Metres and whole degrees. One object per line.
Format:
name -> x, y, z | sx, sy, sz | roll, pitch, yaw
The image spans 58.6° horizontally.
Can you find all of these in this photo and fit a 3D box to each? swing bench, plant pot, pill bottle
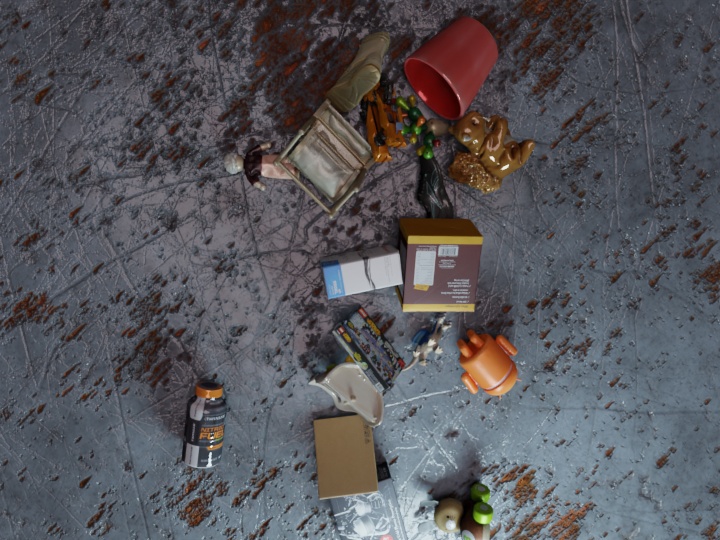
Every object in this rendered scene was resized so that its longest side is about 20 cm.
swing bench -> -0.077, -0.278, 1.584 | 0.199, 0.201, 0.129 | 43, 128, -11
plant pot -> 0.232, -0.508, 1.583 | 0.200, 0.200, 0.178 | 44, 83, -10
pill bottle -> -0.404, 0.397, 1.671 | 0.103, 0.106, 0.206 | 7, 98, -7

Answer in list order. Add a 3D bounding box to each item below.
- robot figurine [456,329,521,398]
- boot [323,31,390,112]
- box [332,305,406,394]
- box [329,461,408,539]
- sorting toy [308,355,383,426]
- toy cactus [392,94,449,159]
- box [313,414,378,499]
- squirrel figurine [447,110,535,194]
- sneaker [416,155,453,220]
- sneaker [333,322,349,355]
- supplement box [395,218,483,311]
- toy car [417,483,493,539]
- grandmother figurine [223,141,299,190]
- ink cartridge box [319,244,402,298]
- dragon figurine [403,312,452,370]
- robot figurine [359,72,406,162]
robot figurine -> 0.344, 0.255, 1.735 | 0.200, 0.116, 0.145 | 46, 56, -10
boot -> -0.008, -0.495, 1.598 | 0.072, 0.198, 0.159 | 32, 53, -24
box -> 0.025, 0.201, 1.659 | 0.040, 0.137, 0.201 | -39, 90, 28
box -> 0.020, 0.663, 1.760 | 0.177, 0.104, 0.206 | -16, 99, -3
sorting toy -> -0.050, 0.311, 1.672 | 0.199, 0.178, 0.108 | 42, 53, -20
toy cactus -> 0.158, -0.371, 1.624 | 0.161, 0.202, 0.104 | -8, 140, -34
box -> -0.041, 0.495, 1.715 | 0.158, 0.021, 0.206 | -6, 69, -1
squirrel figurine -> 0.302, -0.301, 1.624 | 0.183, 0.142, 0.203 | 18, 114, -29
sneaker -> 0.181, -0.217, 1.668 | 0.077, 0.075, 0.205 | -20, 100, -1
sneaker -> 0.006, 0.219, 1.711 | 0.073, 0.071, 0.200 | -44, 101, 1
supplement box -> 0.197, -0.015, 1.647 | 0.191, 0.133, 0.206 | 0, 113, -7
toy car -> 0.257, 0.693, 1.779 | 0.194, 0.158, 0.169 | 5, 108, 4
grandmother figurine -> -0.250, -0.263, 1.622 | 0.194, 0.061, 0.125 | 6, 71, -5
ink cartridge box -> 0.000, 0.000, 1.641 | 0.194, 0.145, 0.087 | -11, 101, -4
dragon figurine -> 0.174, 0.201, 1.734 | 0.059, 0.100, 0.200 | 39, 111, -12
robot figurine -> 0.055, -0.381, 1.589 | 0.057, 0.144, 0.206 | 1, 70, -32
